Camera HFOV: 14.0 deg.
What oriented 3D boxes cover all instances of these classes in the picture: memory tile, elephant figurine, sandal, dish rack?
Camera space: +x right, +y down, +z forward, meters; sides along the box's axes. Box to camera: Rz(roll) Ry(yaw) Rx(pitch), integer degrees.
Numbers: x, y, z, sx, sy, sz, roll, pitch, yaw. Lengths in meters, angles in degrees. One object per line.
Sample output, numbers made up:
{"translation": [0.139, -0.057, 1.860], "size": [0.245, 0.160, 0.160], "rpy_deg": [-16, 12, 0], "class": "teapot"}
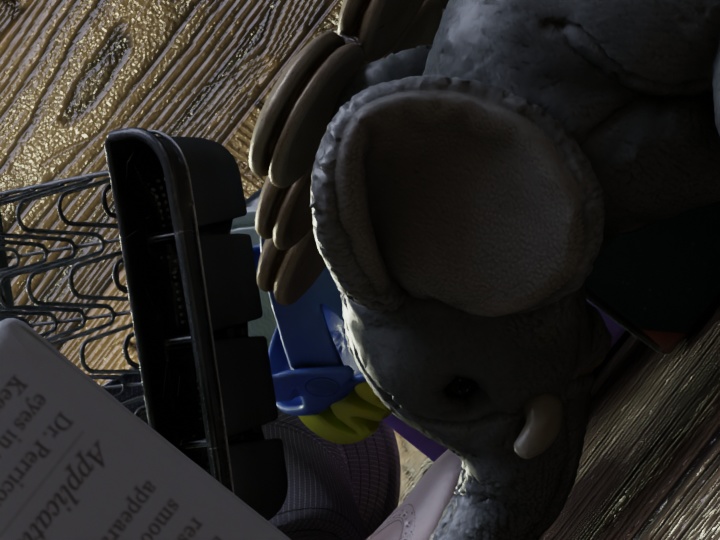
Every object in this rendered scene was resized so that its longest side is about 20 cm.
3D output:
{"translation": [0.021, -0.091, 0.962], "size": [0.200, 0.017, 0.153], "rpy_deg": [-56, -11, -17], "class": "memory tile"}
{"translation": [0.041, -0.017, 0.843], "size": [0.200, 0.155, 0.142], "rpy_deg": [-40, -33, 3], "class": "elephant figurine"}
{"translation": [0.000, 0.000, 1.078], "size": [0.200, 0.087, 0.080], "rpy_deg": [-49, 38, 45], "class": "sandal"}
{"translation": [-0.112, 0.032, 1.105], "size": [0.199, 0.154, 0.054], "rpy_deg": [-8, -1, 43], "class": "dish rack"}

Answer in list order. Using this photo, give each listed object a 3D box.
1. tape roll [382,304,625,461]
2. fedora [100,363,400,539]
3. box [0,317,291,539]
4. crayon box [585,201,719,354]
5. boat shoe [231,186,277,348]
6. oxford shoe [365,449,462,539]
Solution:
{"translation": [0.082, -0.008, 1.204], "size": [0.200, 0.066, 0.200], "rpy_deg": [-53, 1, 2], "class": "tape roll"}
{"translation": [-0.063, 0.129, 1.262], "size": [0.199, 0.177, 0.090], "rpy_deg": [-32, 33, -1], "class": "fedora"}
{"translation": [-0.105, 0.160, 0.813], "size": [0.199, 0.171, 0.200], "rpy_deg": [-52, 1, -23], "class": "box"}
{"translation": [0.144, -0.070, 0.999], "size": [0.200, 0.051, 0.127], "rpy_deg": [-53, 1, 8], "class": "crayon box"}
{"translation": [-0.006, -0.017, 1.203], "size": [0.199, 0.076, 0.060], "rpy_deg": [-27, 12, 29], "class": "boat shoe"}
{"translation": [-0.022, 0.127, 0.970], "size": [0.200, 0.073, 0.071], "rpy_deg": [-52, 1, 1], "class": "oxford shoe"}
